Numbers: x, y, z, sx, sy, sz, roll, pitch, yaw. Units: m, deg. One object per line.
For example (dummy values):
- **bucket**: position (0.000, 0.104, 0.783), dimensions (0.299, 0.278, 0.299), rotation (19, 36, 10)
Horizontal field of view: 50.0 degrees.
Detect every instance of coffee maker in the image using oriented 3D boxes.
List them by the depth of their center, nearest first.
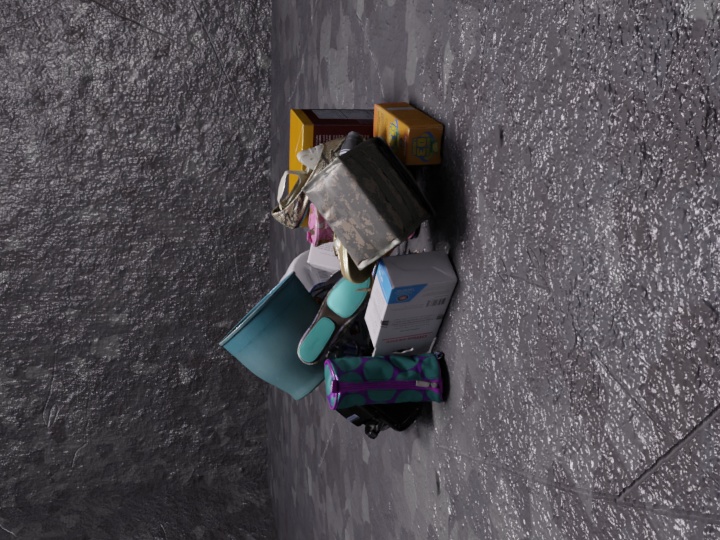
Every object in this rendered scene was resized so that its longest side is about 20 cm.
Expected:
- **coffee maker**: position (0.018, 0.211, 1.440), dimensions (0.193, 0.134, 0.200), rotation (57, 162, 5)

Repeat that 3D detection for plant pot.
- **plant pot**: position (-0.137, 0.138, 1.495), dimensions (0.188, 0.200, 0.200), rotation (46, 166, -5)

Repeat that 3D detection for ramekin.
- **ramekin**: position (-0.093, 0.045, 1.831), dimensions (0.098, 0.198, 0.203), rotation (118, 148, -49)

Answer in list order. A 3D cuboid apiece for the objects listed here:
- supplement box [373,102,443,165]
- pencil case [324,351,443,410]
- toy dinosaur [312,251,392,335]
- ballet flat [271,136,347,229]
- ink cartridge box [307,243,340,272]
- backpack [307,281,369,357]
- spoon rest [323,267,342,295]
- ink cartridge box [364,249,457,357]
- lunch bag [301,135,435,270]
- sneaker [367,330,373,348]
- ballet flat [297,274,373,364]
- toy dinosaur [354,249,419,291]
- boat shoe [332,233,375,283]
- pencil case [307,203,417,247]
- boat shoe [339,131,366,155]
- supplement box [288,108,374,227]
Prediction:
- **supplement box**: position (0.079, -0.238, 1.329), dimensions (0.200, 0.068, 0.068), rotation (-128, 37, -62)
- **pencil case**: position (0.039, 0.182, 1.281), dimensions (0.092, 0.197, 0.087), rotation (-164, 72, -77)
- **toy dinosaur**: position (0.017, 0.034, 1.477), dimensions (0.105, 0.198, 0.183), rotation (51, 153, 35)
- **ballet flat**: position (-0.099, -0.166, 1.389), dimensions (0.201, 0.075, 0.068), rotation (-55, 23, 20)
- **ink cartridge box**: position (-0.052, -0.099, 1.695), dimensions (0.145, 0.083, 0.203), rotation (66, -144, -86)
- **backpack**: position (-0.047, 0.111, 1.650), dimensions (0.154, 0.188, 0.203), rotation (-41, 52, 55)
- **spoon rest**: position (0.000, 0.000, 1.538), dimensions (0.202, 0.098, 0.061), rotation (-60, 9, 12)
- **ink cartridge box**: position (0.076, 0.061, 1.280), dimensions (0.201, 0.114, 0.067), rotation (105, 152, -48)
- **lunch bag**: position (0.031, -0.121, 1.239), dimensions (0.117, 0.200, 0.165), rotation (-34, 93, 36)
- **sneaker**: position (0.048, 0.078, 1.503), dimensions (0.201, 0.073, 0.080), rotation (106, 162, -53)
- **ballet flat**: position (-0.041, 0.082, 1.394), dimensions (0.201, 0.072, 0.072), rotation (-54, 22, 5)
- **toy dinosaur**: position (0.063, 0.015, 1.340), dimensions (0.059, 0.101, 0.200), rotation (54, -161, 1)
- **boat shoe**: position (-0.018, -0.072, 1.304), dimensions (0.063, 0.073, 0.204), rotation (-20, 68, 45)
- **pencil case**: position (0.002, -0.090, 1.391), dimensions (0.083, 0.197, 0.088), rotation (-146, 54, -74)
- **boat shoe**: position (0.027, -0.186, 1.400), dimensions (0.073, 0.199, 0.069), rotation (5, 73, 39)
- **supplement box**: position (-0.031, -0.202, 1.506), dimensions (0.133, 0.197, 0.200), rotation (-122, 33, -62)
